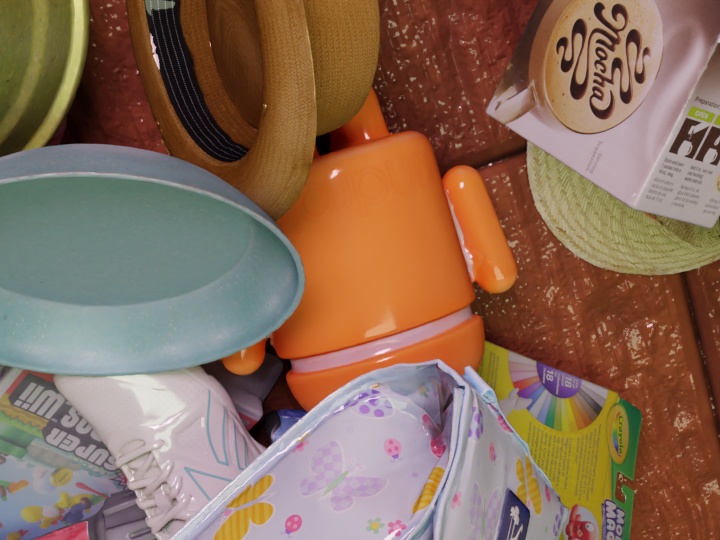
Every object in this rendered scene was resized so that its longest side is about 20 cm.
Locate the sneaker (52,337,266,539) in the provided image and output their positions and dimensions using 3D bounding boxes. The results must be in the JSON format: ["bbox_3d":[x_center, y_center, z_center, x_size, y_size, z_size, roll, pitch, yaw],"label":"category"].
[{"bbox_3d":[-0.092,0.112,0.958,0.070,0.080,0.200,-23,123,41],"label":"sneaker"}]

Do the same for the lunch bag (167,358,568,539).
[{"bbox_3d":[0.013,0.156,0.904,0.200,0.127,0.170,-43,143,-8],"label":"lunch bag"}]

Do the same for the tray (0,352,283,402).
[{"bbox_3d":[-0.151,0.067,1.024,0.199,0.022,0.108,22,110,-25],"label":"tray"}]

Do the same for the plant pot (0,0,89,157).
[{"bbox_3d":[-0.234,-0.114,0.761,0.199,0.184,0.202,0,95,3],"label":"plant pot"}]

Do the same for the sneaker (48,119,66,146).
[{"bbox_3d":[-0.219,-0.013,0.914,0.079,0.095,0.201,22,111,-19],"label":"sneaker"}]

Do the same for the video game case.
[{"bbox_3d":[-0.171,0.116,1.025,0.143,0.017,0.200,28,119,-29],"label":"video game case"}]

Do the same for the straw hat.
[{"bbox_3d":[0.197,-0.066,1.006,0.200,0.085,0.202,-6,120,-11],"label":"straw hat"}]

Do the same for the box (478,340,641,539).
[{"bbox_3d":[0.082,0.108,1.061,0.199,0.118,0.048,22,155,-23],"label":"box"}]

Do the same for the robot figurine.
[{"bbox_3d":[-0.002,0.001,0.951,0.144,0.116,0.201,-21,96,-49],"label":"robot figurine"}]

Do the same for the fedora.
[{"bbox_3d":[-0.047,-0.125,0.860,0.081,0.200,0.202,-13,123,-30],"label":"fedora"}]

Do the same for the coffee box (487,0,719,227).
[{"bbox_3d":[0.164,-0.139,0.879,0.080,0.113,0.201,9,113,-47],"label":"coffee box"}]

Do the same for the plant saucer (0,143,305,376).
[{"bbox_3d":[-0.126,-0.007,0.837,0.199,0.036,0.200,-3,152,-2],"label":"plant saucer"}]

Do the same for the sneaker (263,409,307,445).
[{"bbox_3d":[-0.058,0.170,1.085,0.089,0.079,0.201,14,106,-14],"label":"sneaker"}]

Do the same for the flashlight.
[{"bbox_3d":[-0.195,0.176,1.014,0.199,0.068,0.068,-21,134,8],"label":"flashlight"}]
